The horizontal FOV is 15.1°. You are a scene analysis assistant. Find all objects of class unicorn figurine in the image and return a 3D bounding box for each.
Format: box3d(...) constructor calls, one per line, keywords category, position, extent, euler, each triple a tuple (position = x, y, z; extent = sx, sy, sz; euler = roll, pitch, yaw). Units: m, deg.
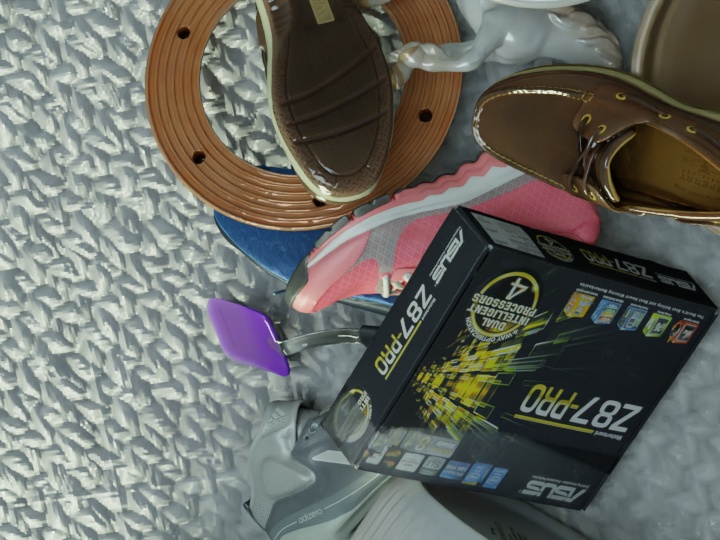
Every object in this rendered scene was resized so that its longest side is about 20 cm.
box3d(category="unicorn figurine", position=(0.076, -0.154, 1.621), extent=(0.137, 0.074, 0.201), euler=(-17, 81, -12))

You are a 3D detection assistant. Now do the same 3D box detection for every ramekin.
box3d(category="ramekin", position=(0.078, 0.202, 1.638), extent=(0.200, 0.200, 0.105), euler=(30, 98, 12))

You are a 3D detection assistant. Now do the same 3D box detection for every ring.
box3d(category="ring", position=(-0.035, -0.119, 1.673), extent=(0.200, 0.019, 0.201), euler=(-2, 75, 9))

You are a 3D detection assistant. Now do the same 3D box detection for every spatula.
box3d(category="spatula", position=(-0.014, 0.044, 1.697), extent=(0.199, 0.021, 0.057), euler=(2, 130, 30))

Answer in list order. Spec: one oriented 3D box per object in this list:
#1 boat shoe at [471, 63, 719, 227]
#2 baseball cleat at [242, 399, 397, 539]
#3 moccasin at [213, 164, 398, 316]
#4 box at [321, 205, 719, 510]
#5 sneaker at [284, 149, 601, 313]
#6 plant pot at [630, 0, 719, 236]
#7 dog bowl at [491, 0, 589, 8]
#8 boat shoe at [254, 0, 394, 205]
box3d(category="boat shoe", position=(0.147, -0.069, 1.531), extent=(0.200, 0.068, 0.072), euler=(17, 111, 28))
box3d(category="baseball cleat", position=(-0.003, 0.100, 1.710), extent=(0.106, 0.070, 0.200), euler=(43, 109, 7))
box3d(category="moccasin", position=(0.000, 0.000, 1.684), extent=(0.200, 0.068, 0.081), euler=(26, 79, 9))
box3d(category="box", position=(0.096, 0.056, 1.605), extent=(0.161, 0.200, 0.049), euler=(-57, 44, 20))
box3d(category="sneaker", position=(0.053, -0.011, 1.612), extent=(0.200, 0.074, 0.087), euler=(-26, 79, -5))
box3d(category="plant pot", position=(0.262, -0.112, 1.568), extent=(0.200, 0.093, 0.202), euler=(3, 100, 18))
box3d(category="dog bowl", position=(0.100, -0.237, 1.507), extent=(0.199, 0.059, 0.201), euler=(4, 117, 9))
box3d(category="boat shoe", position=(-0.024, -0.124, 1.625), extent=(0.074, 0.075, 0.203), euler=(-7, 66, -7))
